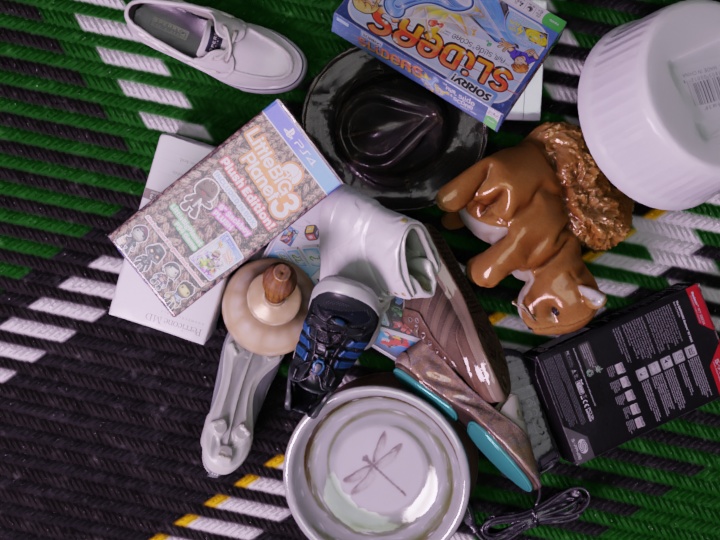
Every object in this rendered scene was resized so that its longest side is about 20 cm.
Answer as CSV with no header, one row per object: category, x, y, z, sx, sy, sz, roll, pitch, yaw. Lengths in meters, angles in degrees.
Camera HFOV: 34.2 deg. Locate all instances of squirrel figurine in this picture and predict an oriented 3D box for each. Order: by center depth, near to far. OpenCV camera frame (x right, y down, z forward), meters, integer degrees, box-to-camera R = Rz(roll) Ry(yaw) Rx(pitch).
squirrel figurine,0.198,-0.040,1.188,0.199,0.142,0.187,-36,79,-6

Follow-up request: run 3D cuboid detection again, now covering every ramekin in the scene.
ramekin,0.325,-0.169,1.159,0.199,0.098,0.202,4,78,-20

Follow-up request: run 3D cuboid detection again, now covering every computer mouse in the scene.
computer mouse,0.149,0.193,1.266,0.139,0.046,0.201,-24,91,1

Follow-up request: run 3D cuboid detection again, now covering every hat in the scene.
hat,0.033,-0.150,1.194,0.199,0.081,0.203,0,93,4

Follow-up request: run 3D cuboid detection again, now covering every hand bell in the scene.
hand bell,-0.081,0.021,1.139,0.103,0.200,0.105,1,80,-8

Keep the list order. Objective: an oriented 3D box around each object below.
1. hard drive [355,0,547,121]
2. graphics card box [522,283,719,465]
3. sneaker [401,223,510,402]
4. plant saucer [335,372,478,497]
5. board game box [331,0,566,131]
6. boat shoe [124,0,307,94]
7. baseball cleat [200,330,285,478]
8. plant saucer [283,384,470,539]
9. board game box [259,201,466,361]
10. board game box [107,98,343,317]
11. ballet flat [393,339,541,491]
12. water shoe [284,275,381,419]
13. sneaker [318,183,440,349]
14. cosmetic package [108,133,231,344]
hard drive,0.094,-0.229,1.238,0.198,0.027,0.133,3,96,3
graphics card box,0.284,0.107,1.232,0.199,0.051,0.126,-24,96,-12
sneaker,0.086,0.054,1.205,0.075,0.070,0.201,-30,72,20
plant saucer,0.031,0.214,1.286,0.198,0.032,0.202,0,97,3
board game box,0.089,-0.246,1.180,0.199,0.035,0.136,32,68,8
boat shoe,-0.153,-0.241,1.228,0.199,0.066,0.072,24,96,0
baseball cleat,-0.133,0.124,1.265,0.069,0.106,0.201,25,67,-10
plant saucer,0.019,0.215,1.241,0.198,0.050,0.202,1,100,8
board game box,0.000,0.000,1.262,0.199,0.035,0.127,32,96,-1
board game box,-0.124,-0.065,1.121,0.200,0.159,0.097,-38,98,2
ballet flat,0.124,0.140,1.211,0.200,0.068,0.067,41,73,12
water shoe,-0.029,0.081,1.143,0.071,0.200,0.079,17,56,-2
sneaker,0.021,0.020,1.152,0.115,0.074,0.201,25,140,30
cosmetic package,-0.183,-0.035,1.243,0.112,0.081,0.202,16,95,-2
